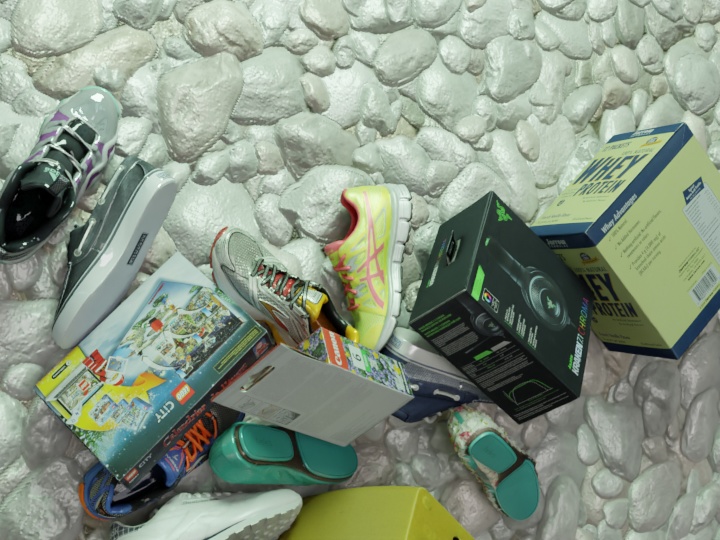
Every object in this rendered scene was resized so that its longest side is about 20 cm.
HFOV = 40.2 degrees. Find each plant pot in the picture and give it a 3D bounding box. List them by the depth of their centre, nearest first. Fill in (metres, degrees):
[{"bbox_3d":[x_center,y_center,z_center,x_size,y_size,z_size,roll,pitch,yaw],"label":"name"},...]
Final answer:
[{"bbox_3d":[0.027,0.337,0.996,0.200,0.176,0.201,47,34,-16],"label":"plant pot"}]

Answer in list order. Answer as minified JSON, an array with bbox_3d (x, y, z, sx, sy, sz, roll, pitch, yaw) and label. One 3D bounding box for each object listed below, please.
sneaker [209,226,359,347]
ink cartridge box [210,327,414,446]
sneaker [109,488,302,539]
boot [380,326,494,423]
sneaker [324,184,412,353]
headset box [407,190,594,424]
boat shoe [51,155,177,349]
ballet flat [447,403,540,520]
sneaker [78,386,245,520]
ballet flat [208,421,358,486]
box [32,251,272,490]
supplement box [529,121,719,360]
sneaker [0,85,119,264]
[{"bbox_3d":[-0.076,0.025,1.040,0.200,0.082,0.078,45,48,-19],"label":"sneaker"},{"bbox_3d":[-0.049,0.114,1.009,0.109,0.051,0.199,-38,137,25],"label":"ink cartridge box"},{"bbox_3d":[-0.154,0.256,1.000,0.198,0.081,0.077,-16,141,-27],"label":"sneaker"},{"bbox_3d":[0.096,0.137,1.141,0.198,0.073,0.091,22,104,-25],"label":"boot"},{"bbox_3d":[0.000,0.000,1.092,0.089,0.078,0.203,8,81,-15],"label":"sneaker"},{"bbox_3d":[0.159,0.036,1.104,0.200,0.092,0.175,42,41,-17],"label":"headset box"},{"bbox_3d":[-0.260,-0.021,0.981,0.067,0.072,0.202,30,92,14],"label":"boat shoe"},{"bbox_3d":[0.158,0.219,1.151,0.075,0.064,0.201,-36,131,-4],"label":"ballet flat"},{"bbox_3d":[-0.191,0.188,1.001,0.200,0.078,0.076,-41,106,-18],"label":"sneaker"},{"bbox_3d":[-0.086,0.199,1.048,0.199,0.070,0.068,21,47,-50],"label":"ballet flat"},{"bbox_3d":[-0.205,0.096,0.978,0.136,0.038,0.200,39,73,20],"label":"box"},{"bbox_3d":[0.348,-0.036,1.202,0.200,0.134,0.200,-45,106,-17],"label":"supplement box"},{"bbox_3d":[-0.283,-0.092,0.927,0.077,0.140,0.202,31,79,-20],"label":"sneaker"}]
